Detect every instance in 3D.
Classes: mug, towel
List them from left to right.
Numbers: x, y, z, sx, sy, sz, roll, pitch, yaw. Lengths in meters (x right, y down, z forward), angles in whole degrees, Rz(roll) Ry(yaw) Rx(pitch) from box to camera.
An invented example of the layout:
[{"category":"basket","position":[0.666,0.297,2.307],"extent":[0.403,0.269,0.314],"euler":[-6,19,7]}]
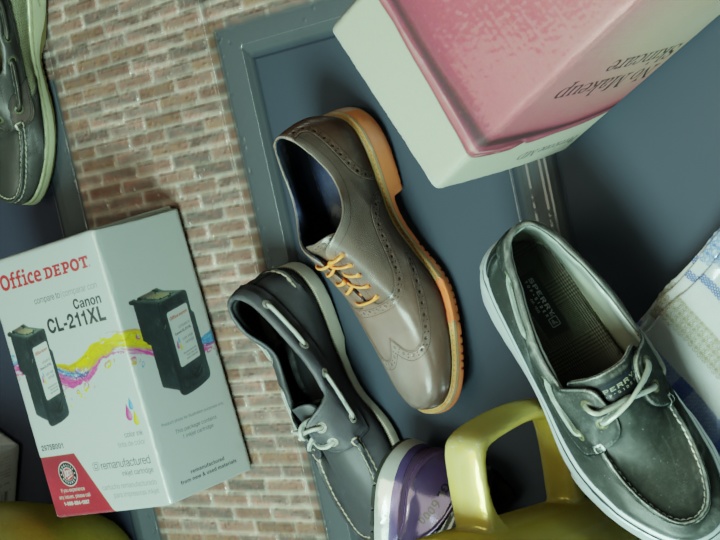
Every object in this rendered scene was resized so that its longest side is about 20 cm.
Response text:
[{"category":"mug","position":[0.105,0.183,0.868],"extent":[0.149,0.153,0.187],"euler":[36,124,30]},{"category":"towel","position":[0.225,0.042,0.808],"extent":[0.147,0.024,0.200],"euler":[50,132,17]}]

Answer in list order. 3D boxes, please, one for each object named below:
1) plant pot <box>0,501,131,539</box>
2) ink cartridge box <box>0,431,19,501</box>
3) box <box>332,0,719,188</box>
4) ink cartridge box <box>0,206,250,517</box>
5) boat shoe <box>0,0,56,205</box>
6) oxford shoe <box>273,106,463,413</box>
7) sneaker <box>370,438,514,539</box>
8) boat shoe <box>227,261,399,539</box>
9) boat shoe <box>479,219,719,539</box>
[{"category":"plant pot","position":[-0.250,0.262,1.223],"extent":[0.200,0.142,0.201],"euler":[14,111,40]},{"category":"ink cartridge box","position":[-0.362,0.236,1.335],"extent":[0.067,0.116,0.201],"euler":[26,118,33]},{"category":"box","position":[0.104,-0.148,0.788],"extent":[0.200,0.128,0.109],"euler":[-43,74,42]},{"category":"ink cartridge box","position":[-0.180,0.068,1.143],"extent":[0.146,0.083,0.201],"euler":[-14,93,44]},{"category":"boat shoe","position":[-0.275,-0.144,1.179],"extent":[0.072,0.066,0.201],"euler":[17,114,37]},{"category":"oxford shoe","position":[0.000,0.000,0.965],"extent":[0.071,0.073,0.200],"euler":[-29,83,43]},{"category":"sneaker","position":[0.054,0.211,0.982],"extent":[0.087,0.076,0.201],"euler":[11,110,33]},{"category":"boat shoe","position":[-0.031,0.094,1.028],"extent":[0.073,0.063,0.200],"euler":[-27,84,43]},{"category":"boat shoe","position":[0.125,0.062,0.824],"extent":[0.200,0.072,0.071],"euler":[53,173,14]}]
